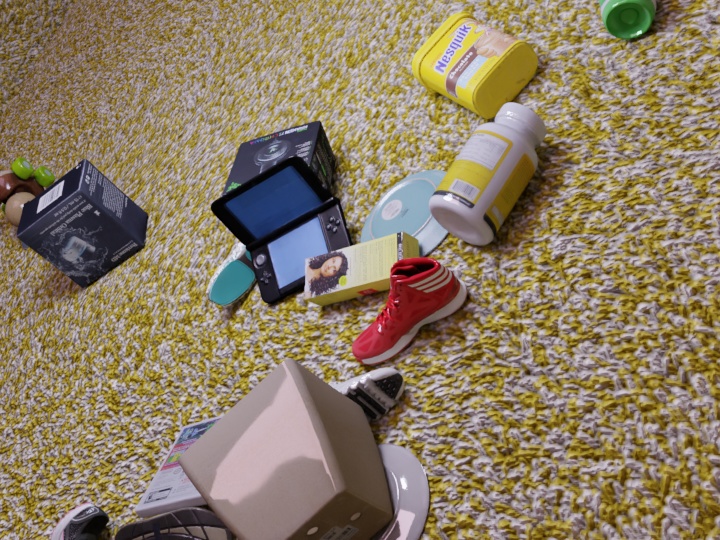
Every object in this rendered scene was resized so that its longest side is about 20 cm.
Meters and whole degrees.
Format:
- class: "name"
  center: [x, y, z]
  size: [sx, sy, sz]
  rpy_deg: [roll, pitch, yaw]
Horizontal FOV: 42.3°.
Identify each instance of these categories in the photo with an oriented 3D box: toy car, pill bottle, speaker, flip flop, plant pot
- class: "toy car"
  center: [-0.880, -0.162, 2.455]
  size: [0.164, 0.157, 0.201]
  rpy_deg: [-40, 66, 13]
- class: "pill bottle"
  center: [0.196, -0.147, 1.390]
  size: [0.111, 0.112, 0.201]
  rpy_deg: [18, 69, 50]
- class: "speaker"
  center: [0.426, -0.462, 1.481]
  size: [0.087, 0.088, 0.202]
  rpy_deg: [-16, 46, 33]
- class: "flip flop"
  center: [-0.274, 0.398, 1.382]
  size: [0.197, 0.057, 0.082]
  rpy_deg: [-15, 76, 21]
- class: "plant pot"
  center: [-0.075, 0.270, 1.177]
  size: [0.199, 0.200, 0.178]
  rpy_deg: [-42, 49, 5]

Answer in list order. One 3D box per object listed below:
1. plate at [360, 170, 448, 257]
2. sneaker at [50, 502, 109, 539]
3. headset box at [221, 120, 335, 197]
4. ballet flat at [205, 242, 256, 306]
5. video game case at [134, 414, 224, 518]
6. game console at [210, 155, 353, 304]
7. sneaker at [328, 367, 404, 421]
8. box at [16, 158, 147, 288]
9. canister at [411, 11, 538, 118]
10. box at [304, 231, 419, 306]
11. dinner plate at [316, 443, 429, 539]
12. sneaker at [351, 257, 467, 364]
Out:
- class: "plate"
  center: [0.076, -0.091, 1.526]
  size: [0.198, 0.026, 0.202]
  rpy_deg: [-25, 43, 26]
- class: "sneaker"
  center: [-0.467, 0.476, 1.502]
  size: [0.086, 0.080, 0.201]
  rpy_deg: [36, 91, 41]
- class: "headset box"
  center: [-0.146, -0.166, 1.692]
  size: [0.171, 0.094, 0.201]
  rpy_deg: [-13, 35, 16]
- class: "ballet flat"
  center: [-0.212, -0.014, 1.709]
  size: [0.071, 0.072, 0.201]
  rpy_deg: [18, 65, 50]
- class: "video game case"
  center: [-0.237, 0.293, 1.437]
  size: [0.198, 0.023, 0.183]
  rpy_deg: [-20, 27, 31]
- class: "game console"
  center: [-0.134, -0.064, 1.577]
  size: [0.198, 0.116, 0.178]
  rpy_deg: [-26, 69, 24]
- class: "sneaker"
  center: [-0.026, 0.186, 1.338]
  size: [0.198, 0.075, 0.082]
  rpy_deg: [-31, 30, 18]
- class: "box"
  center: [-0.608, -0.100, 2.044]
  size: [0.195, 0.200, 0.118]
  rpy_deg: [-32, 38, 18]
- class: "canister"
  center: [0.196, -0.354, 1.603]
  size: [0.149, 0.087, 0.200]
  rpy_deg: [-46, 39, 0]
- class: "box"
  center: [0.000, 0.000, 1.481]
  size: [0.198, 0.050, 0.077]
  rpy_deg: [-16, 65, 33]
- class: "dinner plate"
  center: [0.002, 0.317, 1.225]
  size: [0.198, 0.024, 0.202]
  rpy_deg: [-26, 40, 24]
- class: "sneaker"
  center: [0.047, 0.047, 1.351]
  size: [0.199, 0.116, 0.079]
  rpy_deg: [-37, 38, 11]
